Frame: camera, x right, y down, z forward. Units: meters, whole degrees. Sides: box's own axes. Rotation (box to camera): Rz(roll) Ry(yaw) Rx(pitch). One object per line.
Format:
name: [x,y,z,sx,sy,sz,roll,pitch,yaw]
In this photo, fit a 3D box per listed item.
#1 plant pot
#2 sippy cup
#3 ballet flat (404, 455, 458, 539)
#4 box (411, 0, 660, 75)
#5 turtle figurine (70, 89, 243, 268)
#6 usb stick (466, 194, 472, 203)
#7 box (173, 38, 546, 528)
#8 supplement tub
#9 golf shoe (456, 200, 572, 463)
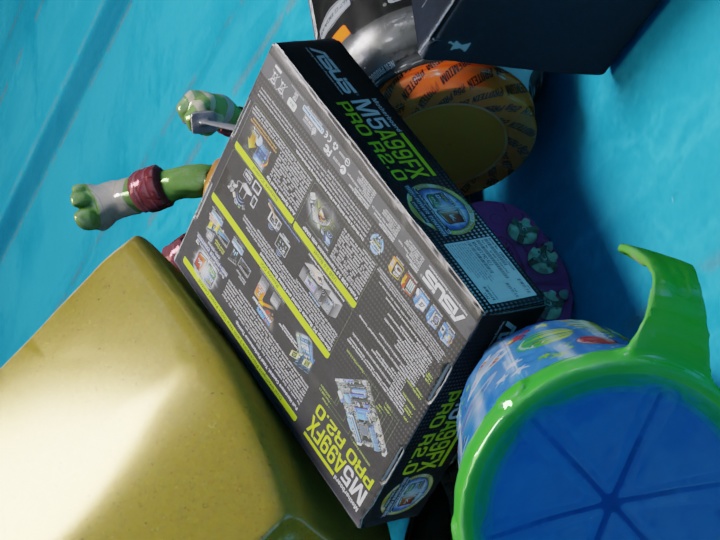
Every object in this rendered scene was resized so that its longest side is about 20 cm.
plant pot: [-0.095,0.142,1.178,0.196,0.194,0.200,-46,45,-2]
sippy cup: [0.100,0.084,0.960,0.140,0.178,0.130,53,-176,-17]
ballet flat: [0.039,0.165,1.234,0.067,0.046,0.200,-129,45,-62]
box: [0.090,-0.222,1.057,0.148,0.107,0.200,126,143,-57]
turtle figurine: [-0.104,-0.041,1.453,0.194,0.144,0.200,-23,38,23]
usb stick: [0.044,-0.115,1.292,0.055,0.033,0.200,144,127,-58]
box: [-0.007,0.004,1.092,0.200,0.044,0.160,53,134,30]
supplement tub: [0.033,-0.146,1.189,0.123,0.122,0.200,116,150,-49]
golf shoe: [0.072,0.060,1.119,0.092,0.075,0.200,116,152,-55]
